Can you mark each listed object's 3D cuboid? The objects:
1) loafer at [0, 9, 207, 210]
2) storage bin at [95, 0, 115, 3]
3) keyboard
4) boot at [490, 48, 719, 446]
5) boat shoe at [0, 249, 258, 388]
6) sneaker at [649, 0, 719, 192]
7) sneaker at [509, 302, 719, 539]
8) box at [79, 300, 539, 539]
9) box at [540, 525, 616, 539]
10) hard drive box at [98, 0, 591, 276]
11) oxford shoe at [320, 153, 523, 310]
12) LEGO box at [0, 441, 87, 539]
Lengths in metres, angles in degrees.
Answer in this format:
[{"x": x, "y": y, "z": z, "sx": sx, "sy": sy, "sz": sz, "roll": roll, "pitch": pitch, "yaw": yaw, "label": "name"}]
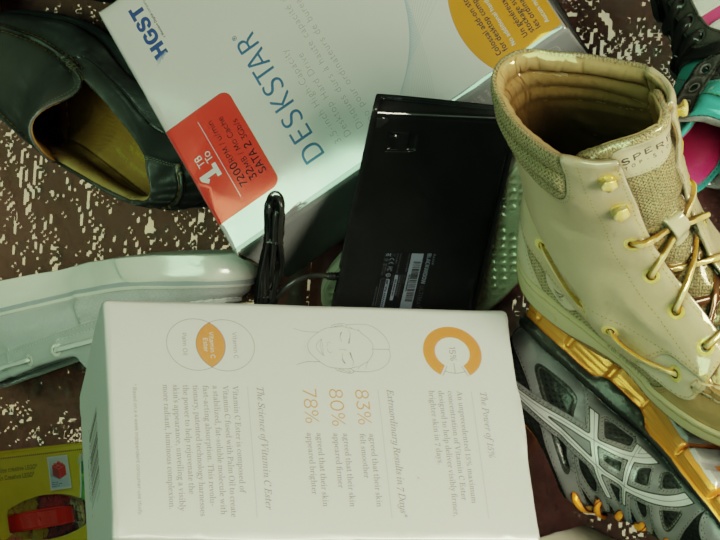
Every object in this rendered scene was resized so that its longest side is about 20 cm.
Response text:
[{"x": -0.159, "y": -0.092, "z": 1.203, "sx": 0.199, "sy": 0.072, "sz": 0.073, "roll": 25, "pitch": 116, "yaw": 27, "label": "loafer"}, {"x": -0.185, "y": -0.222, "z": 1.153, "sx": 0.093, "sy": 0.200, "sz": 0.136, "roll": 13, "pitch": 95, "yaw": 26, "label": "storage bin"}, {"x": 0.000, "y": 0.000, "z": 1.077, "sx": 0.021, "sy": 0.126, "sz": 0.201, "roll": -108, "pitch": 25, "yaw": -52, "label": "keyboard"}, {"x": 0.143, "y": -0.008, "z": 0.962, "sx": 0.073, "sy": 0.156, "sz": 0.200, "roll": -42, "pitch": 56, "yaw": -20, "label": "boot"}, {"x": -0.139, "y": 0.030, "z": 1.199, "sx": 0.199, "sy": 0.072, "sz": 0.069, "roll": -10, "pitch": 88, "yaw": 26, "label": "boat shoe"}, {"x": 0.160, "y": -0.100, "z": 1.025, "sx": 0.199, "sy": 0.084, "sz": 0.121, "roll": 31, "pitch": 81, "yaw": 31, "label": "sneaker"}, {"x": 0.138, "y": 0.095, "z": 1.056, "sx": 0.077, "sy": 0.078, "sz": 0.200, "roll": -52, "pitch": 58, "yaw": 17, "label": "sneaker"}, {"x": -0.028, "y": 0.093, "z": 1.032, "sx": 0.098, "sy": 0.199, "sz": 0.125, "roll": 112, "pitch": 156, "yaw": -55, "label": "box"}, {"x": 0.166, "y": 0.196, "z": 1.033, "sx": 0.199, "sy": 0.082, "sz": 0.069, "roll": 24, "pitch": 101, "yaw": 27, "label": "box"}, {"x": -0.007, "y": -0.118, "z": 1.108, "sx": 0.200, "sy": 0.077, "sz": 0.156, "roll": -35, "pitch": 73, "yaw": 10, "label": "hard drive box"}, {"x": 0.061, "y": -0.029, "z": 1.108, "sx": 0.200, "sy": 0.075, "sz": 0.058, "roll": -37, "pitch": 29, "yaw": 30, "label": "oxford shoe"}, {"x": -0.226, "y": 0.142, "z": 1.168, "sx": 0.148, "sy": 0.200, "sz": 0.078, "roll": -12, "pitch": 84, "yaw": 26, "label": "LEGO box"}]
